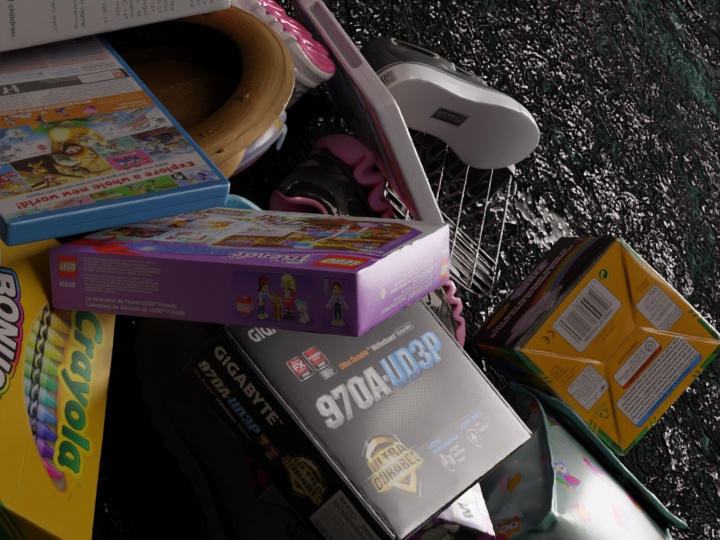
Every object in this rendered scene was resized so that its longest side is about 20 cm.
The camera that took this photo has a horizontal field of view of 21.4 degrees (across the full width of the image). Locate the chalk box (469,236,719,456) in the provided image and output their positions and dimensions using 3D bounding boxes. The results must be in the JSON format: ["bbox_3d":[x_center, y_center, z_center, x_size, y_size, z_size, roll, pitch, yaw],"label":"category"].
[{"bbox_3d":[0.180,0.056,1.529,0.124,0.125,0.200,44,-5,-7],"label":"chalk box"}]

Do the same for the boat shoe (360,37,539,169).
[{"bbox_3d":[0.075,-0.139,1.545,0.200,0.069,0.057,21,38,-48],"label":"boat shoe"}]

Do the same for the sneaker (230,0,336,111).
[{"bbox_3d":[-0.112,-0.182,1.414,0.200,0.088,0.074,44,12,17],"label":"sneaker"}]

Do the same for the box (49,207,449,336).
[{"bbox_3d":[-0.063,-0.003,1.122,0.137,0.199,0.039,-27,119,-62],"label":"box"}]

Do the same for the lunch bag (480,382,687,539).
[{"bbox_3d":[0.159,0.192,1.441,0.170,0.122,0.200,44,26,-20],"label":"lunch bag"}]

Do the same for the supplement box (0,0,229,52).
[{"bbox_3d":[-0.191,-0.205,1.190,0.199,0.101,0.104,-17,116,-32],"label":"supplement box"}]

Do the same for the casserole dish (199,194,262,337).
[{"bbox_3d":[-0.063,0.033,1.295,0.200,0.039,0.121,48,33,3],"label":"casserole dish"}]

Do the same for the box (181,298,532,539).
[{"bbox_3d":[0.004,0.081,1.155,0.159,0.046,0.200,51,31,9],"label":"box"}]

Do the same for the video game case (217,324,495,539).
[{"bbox_3d":[-0.009,0.079,1.226,0.181,0.036,0.201,22,38,-37],"label":"video game case"}]

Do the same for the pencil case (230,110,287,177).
[{"bbox_3d":[-0.136,-0.154,1.338,0.201,0.091,0.083,56,-8,-8],"label":"pencil case"}]

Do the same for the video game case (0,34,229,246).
[{"bbox_3d":[-0.187,-0.088,1.142,0.142,0.018,0.200,-12,42,-32],"label":"video game case"}]

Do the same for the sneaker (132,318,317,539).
[{"bbox_3d":[-0.074,0.105,1.220,0.076,0.080,0.201,-21,80,-56],"label":"sneaker"}]

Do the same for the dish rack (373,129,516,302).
[{"bbox_3d":[0.064,-0.068,1.586,0.153,0.054,0.201,41,38,-24],"label":"dish rack"}]

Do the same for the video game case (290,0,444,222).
[{"bbox_3d":[0.002,-0.127,1.452,0.200,0.017,0.143,58,-5,46],"label":"video game case"}]

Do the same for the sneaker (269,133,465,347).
[{"bbox_3d":[0.000,0.000,1.437,0.095,0.079,0.201,-35,92,-38],"label":"sneaker"}]

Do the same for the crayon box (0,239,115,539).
[{"bbox_3d":[-0.224,0.050,1.073,0.172,0.058,0.201,35,38,-33],"label":"crayon box"}]

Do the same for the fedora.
[{"bbox_3d":[-0.138,-0.096,1.245,0.082,0.199,0.201,80,11,-46],"label":"fedora"}]
